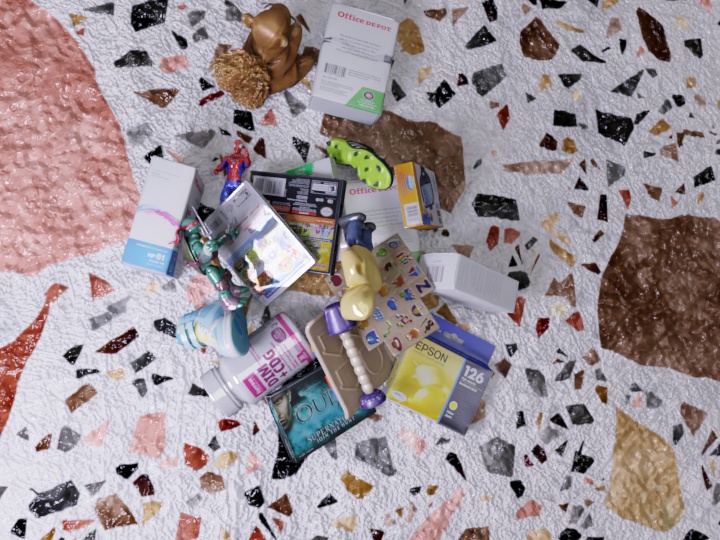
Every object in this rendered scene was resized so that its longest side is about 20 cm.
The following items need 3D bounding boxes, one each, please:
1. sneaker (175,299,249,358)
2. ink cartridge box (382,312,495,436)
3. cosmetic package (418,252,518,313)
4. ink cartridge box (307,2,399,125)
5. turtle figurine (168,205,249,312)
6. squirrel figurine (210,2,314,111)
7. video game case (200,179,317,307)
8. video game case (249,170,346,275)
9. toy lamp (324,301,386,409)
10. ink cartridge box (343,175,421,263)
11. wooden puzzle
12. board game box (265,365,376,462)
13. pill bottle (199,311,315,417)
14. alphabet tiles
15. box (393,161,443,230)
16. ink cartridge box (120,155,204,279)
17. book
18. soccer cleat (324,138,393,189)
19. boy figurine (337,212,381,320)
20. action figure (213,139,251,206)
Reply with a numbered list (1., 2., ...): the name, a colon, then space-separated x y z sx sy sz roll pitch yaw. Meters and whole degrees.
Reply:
1. sneaker: -0.276 0.122 1.101 0.130 0.200 0.080 -23 111 -3
2. ink cartridge box: 0.169 0.208 1.237 0.197 0.047 0.200 27 83 -13
3. cosmetic package: 0.214 0.027 1.195 0.200 0.102 0.074 19 78 -41
4. ink cartridge box: -0.014 -0.419 1.234 0.146 0.084 0.201 13 83 -9
5. turtle figurine: -0.262 -0.032 1.073 0.100 0.150 0.200 -15 113 14
6. squirrel figurine: -0.185 -0.407 1.148 0.141 0.187 0.200 37 80 -6
7. video game case: -0.196 -0.049 1.139 0.143 0.018 0.200 -40 91 18
8. video game case: -0.133 -0.093 1.162 0.200 0.025 0.181 9 92 19
9. toy lamp: -0.014 0.153 1.095 0.058 0.058 0.200 -23 101 -11
10. ink cartridge box: 0.036 -0.082 1.218 0.145 0.088 0.201 -9 89 -11
11. wooden puzzle: -0.024 0.157 1.164 0.185 0.046 0.200 -34 105 -53
12. board game box: -0.073 0.258 1.162 0.200 0.028 0.136 -25 94 -35
13. pill bottle: -0.194 0.179 1.142 0.200 0.113 0.113 -37 93 -11
14. alphabet tiles: 0.052 0.051 1.128 0.167 0.008 0.200 -32 72 -3
15. box: 0.122 -0.142 1.188 0.041 0.200 0.119 -10 89 22
16. ink cartridge box: -0.359 -0.093 1.114 0.084 0.145 0.200 14 83 -7
17. book: -0.093 -0.105 1.184 0.133 0.048 0.201 -14 85 24
18. soccer cleat: 0.010 -0.215 1.179 0.081 0.200 0.068 -12 126 -36
19. boy figurine: 0.000 0.000 1.084 0.064 0.124 0.200 -14 62 26
20. action figure: -0.251 -0.164 1.166 0.065 0.099 0.201 6 82 -2
